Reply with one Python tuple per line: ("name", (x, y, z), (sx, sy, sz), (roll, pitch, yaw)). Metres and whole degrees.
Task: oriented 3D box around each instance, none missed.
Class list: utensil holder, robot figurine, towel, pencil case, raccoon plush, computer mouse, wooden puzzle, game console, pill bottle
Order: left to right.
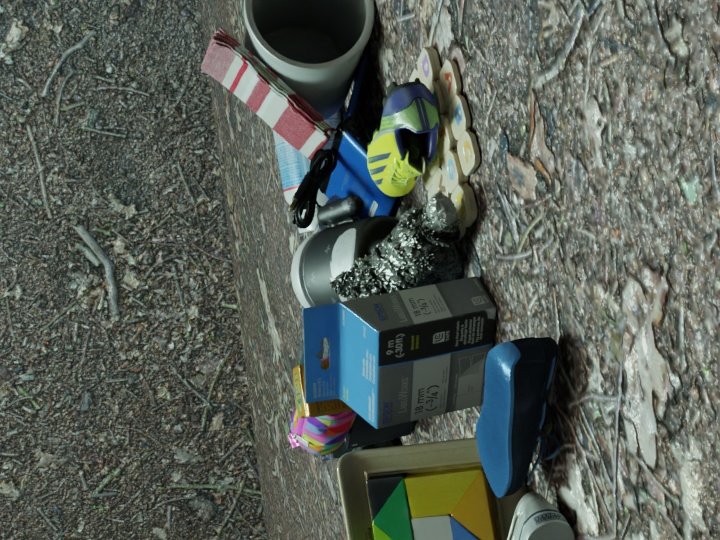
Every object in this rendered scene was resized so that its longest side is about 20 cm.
("towel", (-0.126, -0.227, 1.507), (0.199, 0.023, 0.144), (41, 165, -6))
("utensil holder", (-0.075, -0.304, 1.524), (0.200, 0.167, 0.173), (113, 144, -73))
("pill bottle", (-0.071, -0.163, 1.733), (0.109, 0.107, 0.203), (177, 83, -77))
("pencil case", (-0.046, 0.182, 1.488), (0.201, 0.087, 0.090), (109, 149, -63))
("computer mouse", (-0.029, -0.064, 1.550), (0.200, 0.043, 0.111), (54, -128, -49))
("robot figurine", (0.001, -0.002, 1.438), (0.199, 0.124, 0.152), (-12, 59, 48))
("game console", (0.014, -0.164, 1.561), (0.171, 0.118, 0.200), (45, 160, 8))
("raccoon plush", (0.032, -0.017, 1.255), (0.097, 0.133, 0.201), (55, 168, 28))
("wooden puzzle", (0.082, 0.276, 1.203), (0.037, 0.197, 0.188), (-20, -79, -78))

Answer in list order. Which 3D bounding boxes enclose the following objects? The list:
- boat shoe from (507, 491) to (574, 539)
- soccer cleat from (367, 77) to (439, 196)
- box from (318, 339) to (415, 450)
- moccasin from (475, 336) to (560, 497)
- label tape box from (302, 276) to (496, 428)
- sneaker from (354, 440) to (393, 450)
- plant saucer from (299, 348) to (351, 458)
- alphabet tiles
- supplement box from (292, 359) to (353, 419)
("boat shoe", (0.170, 0.315, 1.131), (0.066, 0.071, 0.203), (-117, 22, -64))
("soccer cleat", (0.048, -0.129, 1.272), (0.201, 0.064, 0.085), (100, 155, -61))
("box", (0.012, 0.120, 1.592), (0.201, 0.102, 0.184), (100, 156, -58))
("moccasin", (0.156, 0.144, 1.072), (0.202, 0.067, 0.081), (93, 154, -48))
("label tape box", (0.041, 0.095, 1.230), (0.064, 0.197, 0.146), (-116, 20, -49))
("sneaker", (0.011, 0.264, 1.772), (0.115, 0.075, 0.201), (99, 156, -52))
("plant saucer", (-0.035, 0.195, 1.805), (0.199, 0.027, 0.203), (27, -122, -56))
("alphabet tiles", (0.089, -0.138, 1.261), (0.196, 0.014, 0.203), (122, 137, -71))
("supplement box", (0.022, 0.127, 1.338), (0.067, 0.197, 0.070), (142, 117, -75))
